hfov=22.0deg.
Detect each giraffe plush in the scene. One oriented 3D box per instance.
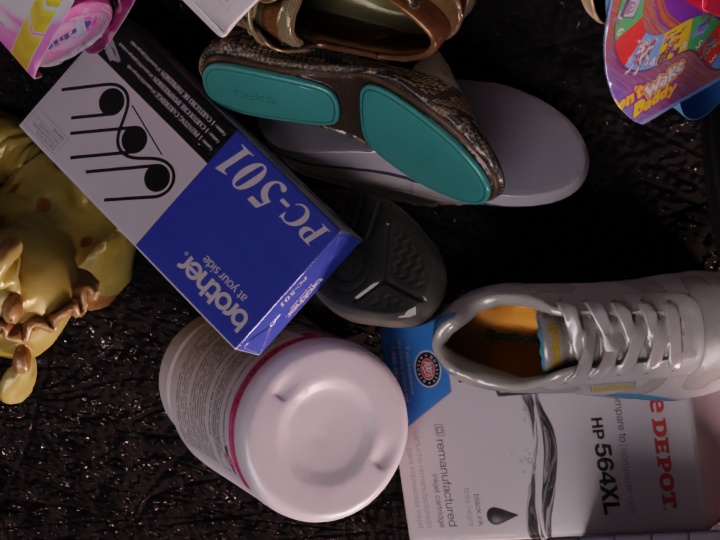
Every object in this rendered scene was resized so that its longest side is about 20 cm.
[{"bbox_3d":[-0.219,-0.006,1.201,0.199,0.163,0.173,-10,128,31],"label":"giraffe plush"}]

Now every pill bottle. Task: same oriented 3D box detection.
[{"bbox_3d":[-0.058,0.086,1.206,0.113,0.113,0.200,44,169,-22],"label":"pill bottle"}]

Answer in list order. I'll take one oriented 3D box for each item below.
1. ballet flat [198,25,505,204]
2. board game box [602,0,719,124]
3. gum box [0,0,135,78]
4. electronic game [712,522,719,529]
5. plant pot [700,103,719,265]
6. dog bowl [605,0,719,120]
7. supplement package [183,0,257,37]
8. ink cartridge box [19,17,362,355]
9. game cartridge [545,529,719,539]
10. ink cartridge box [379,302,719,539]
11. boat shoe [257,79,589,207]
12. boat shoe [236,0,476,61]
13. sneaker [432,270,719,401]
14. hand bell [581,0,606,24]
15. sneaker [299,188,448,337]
[{"bbox_3d":[0.004,-0.105,1.062,0.199,0.075,0.068,22,145,19],"label":"ballet flat"},{"bbox_3d":[0.196,-0.144,0.870,0.039,0.200,0.159,40,143,32],"label":"board game box"},{"bbox_3d":[-0.164,-0.208,1.017,0.114,0.066,0.200,50,137,9],"label":"gum box"},{"bbox_3d":[0.255,0.145,1.202,0.199,0.042,0.201,4,113,9],"label":"electronic game"},{"bbox_3d":[0.298,-0.006,0.976,0.199,0.178,0.200,-18,125,34],"label":"plant pot"},{"bbox_3d":[0.163,-0.165,0.916,0.049,0.112,0.200,25,152,27],"label":"dog bowl"},{"bbox_3d":[-0.071,-0.248,0.837,0.191,0.147,0.200,-45,105,2],"label":"supplement package"},{"bbox_3d":[-0.102,-0.053,1.099,0.200,0.044,0.094,45,97,17],"label":"ink cartridge box"},{"bbox_3d":[0.194,0.173,1.105,0.129,0.039,0.200,-1,171,20],"label":"game cartridge"},{"bbox_3d":[0.126,0.088,1.160,0.199,0.084,0.147,-7,93,27],"label":"ink cartridge box"},{"bbox_3d":[0.039,-0.070,1.110,0.199,0.071,0.070,7,161,12],"label":"boat shoe"},{"bbox_3d":[-0.037,-0.162,1.035,0.199,0.074,0.076,10,136,14],"label":"boat shoe"},{"bbox_3d":[0.139,0.041,1.056,0.199,0.081,0.077,-5,92,18],"label":"sneaker"},{"bbox_3d":[0.051,-0.206,0.966,0.199,0.104,0.104,20,139,22],"label":"hand bell"},{"bbox_3d":[0.000,0.000,1.149,0.199,0.077,0.114,14,168,47],"label":"sneaker"}]
